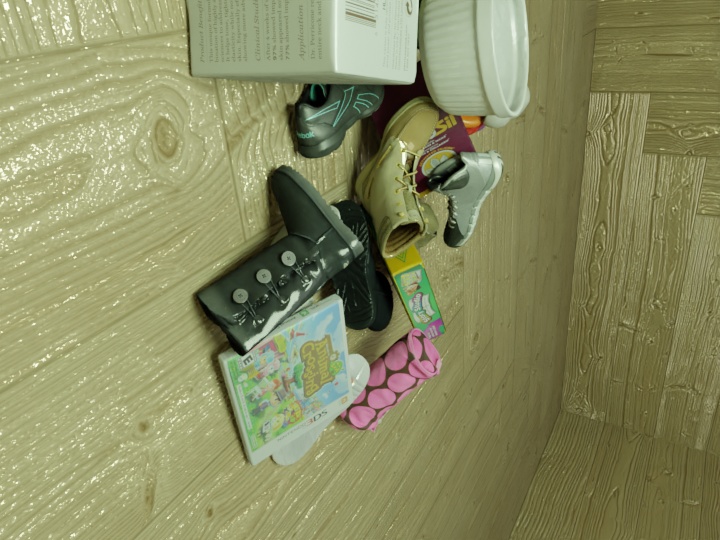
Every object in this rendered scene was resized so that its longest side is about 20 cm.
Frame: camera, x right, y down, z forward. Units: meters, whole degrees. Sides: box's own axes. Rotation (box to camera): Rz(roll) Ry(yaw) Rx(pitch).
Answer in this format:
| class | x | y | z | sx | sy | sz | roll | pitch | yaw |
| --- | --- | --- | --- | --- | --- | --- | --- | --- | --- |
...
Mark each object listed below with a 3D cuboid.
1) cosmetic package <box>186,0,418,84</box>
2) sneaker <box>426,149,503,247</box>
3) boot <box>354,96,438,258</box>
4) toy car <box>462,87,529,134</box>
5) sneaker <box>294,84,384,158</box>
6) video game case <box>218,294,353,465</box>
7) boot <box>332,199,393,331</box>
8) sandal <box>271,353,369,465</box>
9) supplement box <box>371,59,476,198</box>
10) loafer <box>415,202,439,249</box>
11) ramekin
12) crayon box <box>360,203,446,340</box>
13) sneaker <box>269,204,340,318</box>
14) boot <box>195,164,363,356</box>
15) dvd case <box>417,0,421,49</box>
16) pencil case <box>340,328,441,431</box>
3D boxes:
| class | x | y | z | sx | sy | sz | roll | pitch | yaw |
| --- | --- | --- | --- | --- | --- | --- | --- | --- | --- |
| cosmetic package | -0.058 | -0.289 | 0.598 | 0.165 | 0.196 | 0.172 | -22 | 119 | -55 |
| sneaker | 0.156 | -0.127 | 0.985 | 0.113 | 0.076 | 0.203 | 1 | 133 | -23 |
| boot | 0.068 | -0.133 | 0.830 | 0.072 | 0.158 | 0.201 | 12 | 133 | -32 |
| toy car | 0.236 | -0.350 | 1.164 | 0.199 | 0.174 | 0.151 | -38 | 166 | -49 |
| sneaker | -0.027 | -0.243 | 0.795 | 0.201 | 0.074 | 0.080 | -57 | 141 | -34 |
| video game case | -0.092 | 0.153 | 0.781 | 0.180 | 0.022 | 0.204 | -27 | 130 | -28 |
| boot | 0.000 | 0.000 | 0.927 | 0.168 | 0.075 | 0.205 | 20 | 60 | -77 |
| sandal | -0.073 | 0.206 | 0.890 | 0.207 | 0.059 | 0.080 | -46 | 123 | -14 |
| supplement box | 0.109 | -0.234 | 0.951 | 0.200 | 0.129 | 0.105 | 42 | 27 | -56 |
| loafer | 0.103 | -0.096 | 1.029 | 0.077 | 0.066 | 0.200 | 62 | 2 | 14 |
| ramekin | 0.153 | -0.305 | 0.758 | 0.199 | 0.103 | 0.206 | -2 | 92 | -61 |
| crayon box | 0.075 | -0.002 | 0.967 | 0.201 | 0.057 | 0.174 | 63 | 2 | -48 |
| sneaker | -0.084 | 0.012 | 0.791 | 0.201 | 0.073 | 0.117 | -53 | 144 | -23 |
| boot | -0.119 | -0.018 | 0.700 | 0.199 | 0.165 | 0.066 | -41 | 164 | -16 |
| dvd case | 0.110 | -0.409 | 0.881 | 0.025 | 0.196 | 0.153 | 126 | -13 | -70 |
| pencil case | 0.051 | 0.191 | 0.965 | 0.200 | 0.094 | 0.091 | -45 | 177 | 28 |
